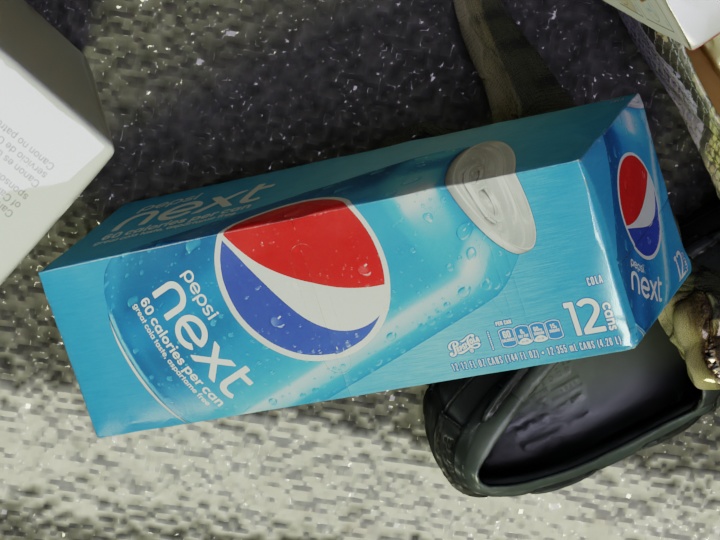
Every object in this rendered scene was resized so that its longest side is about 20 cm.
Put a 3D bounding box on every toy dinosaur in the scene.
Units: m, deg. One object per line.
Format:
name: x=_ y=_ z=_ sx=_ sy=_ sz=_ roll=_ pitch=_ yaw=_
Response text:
toy dinosaur: x=0.055 y=-0.030 z=0.817 sx=0.088 sy=0.047 sz=0.201 roll=-33 pitch=80 yaw=3

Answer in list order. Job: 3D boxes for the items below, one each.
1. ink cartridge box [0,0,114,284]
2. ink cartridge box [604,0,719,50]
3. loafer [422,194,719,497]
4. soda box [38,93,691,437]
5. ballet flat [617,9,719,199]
ink cartridge box: x=-0.197 y=-0.025 z=0.740 sx=0.145 sy=0.145 sz=0.200 roll=41 pitch=95 yaw=-19
ink cartridge box: x=0.124 y=-0.164 z=0.731 sx=0.175 sy=0.200 sz=0.084 roll=-34 pitch=108 yaw=1
loafer: x=0.117 y=0.025 z=0.852 sx=0.200 sy=0.070 sz=0.068 roll=-29 pitch=109 yaw=-2
soda box: x=0.000 y=0.000 z=0.774 sx=0.199 sy=0.068 sz=0.065 roll=-12 pitch=106 yaw=27
ballet flat: x=0.153 y=-0.042 z=0.805 sx=0.072 sy=0.072 sz=0.201 roll=-32 pitch=86 yaw=0
